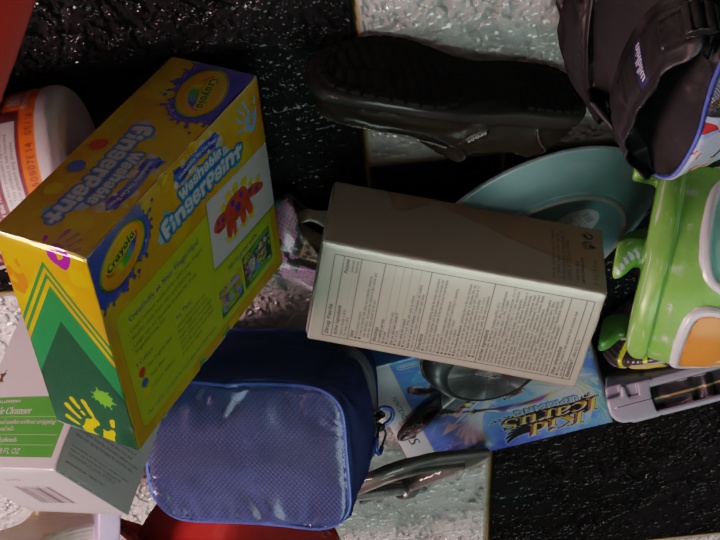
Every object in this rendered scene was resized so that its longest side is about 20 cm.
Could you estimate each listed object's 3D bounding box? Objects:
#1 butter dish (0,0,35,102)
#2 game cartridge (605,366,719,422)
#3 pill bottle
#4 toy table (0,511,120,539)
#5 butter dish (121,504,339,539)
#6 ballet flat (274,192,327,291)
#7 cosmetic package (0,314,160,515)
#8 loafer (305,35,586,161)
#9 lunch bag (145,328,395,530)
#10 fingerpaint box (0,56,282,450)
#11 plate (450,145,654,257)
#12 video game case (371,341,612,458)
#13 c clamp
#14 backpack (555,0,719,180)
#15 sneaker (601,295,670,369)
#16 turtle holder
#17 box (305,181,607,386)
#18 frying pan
[{"bbox_3d":[-0.300,-0.159,0.714,0.199,0.148,0.201,19,92,-27],"label":"butter dish"},{"bbox_3d":[0.313,0.084,1.097,0.199,0.133,0.041,-17,95,13],"label":"game cartridge"},{"bbox_3d":[-0.282,-0.052,0.855,0.199,0.115,0.114,-11,140,5],"label":"pill bottle"},{"bbox_3d":[-0.283,0.218,1.138,0.116,0.184,0.201,0,102,-20],"label":"toy table"},{"bbox_3d":[-0.104,0.241,1.204,0.199,0.148,0.200,29,171,-32],"label":"butter dish"},{"bbox_3d":[0.000,0.000,0.995,0.200,0.069,0.071,31,124,-31],"label":"ballet flat"},{"bbox_3d":[-0.199,0.072,0.929,0.107,0.201,0.085,-6,145,33],"label":"cosmetic package"},{"bbox_3d":[0.056,-0.105,0.865,0.199,0.073,0.072,7,137,-15],"label":"loafer"},{"bbox_3d":[-0.071,0.122,1.046,0.199,0.132,0.137,3,112,10],"label":"lunch bag"},{"bbox_3d":[-0.136,-0.015,0.831,0.073,0.200,0.167,15,136,21],"label":"fingerpaint box"},{"bbox_3d":[0.139,-0.022,0.975,0.199,0.026,0.201,-15,149,-9],"label":"plate"},{"bbox_3d":[0.116,0.100,1.141,0.199,0.046,0.182,-15,140,10],"label":"video game case"},{"bbox_3d":[0.032,0.198,1.157,0.170,0.027,0.200,-23,163,22],"label":"c clamp"},{"bbox_3d":[0.198,-0.158,0.752,0.153,0.201,0.191,-11,145,-15],"label":"backpack"},{"bbox_3d":[0.303,0.044,1.077,0.199,0.076,0.076,-22,144,25],"label":"sneaker"},{"bbox_3d":[0.254,-0.012,0.916,0.131,0.186,0.142,12,125,12],"label":"turtle holder"},{"bbox_3d":[0.067,0.010,0.902,0.199,0.078,0.095,12,128,-1],"label":"box"},{"bbox_3d":[0.078,0.094,1.072,0.190,0.031,0.115,-33,136,23],"label":"frying pan"}]
